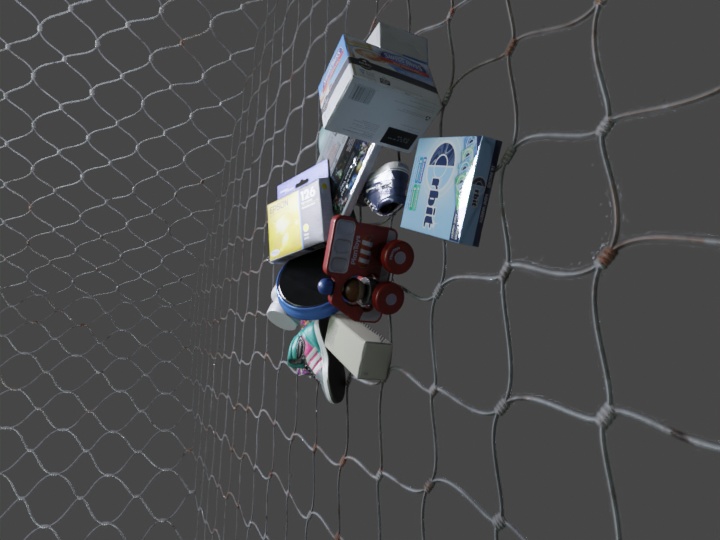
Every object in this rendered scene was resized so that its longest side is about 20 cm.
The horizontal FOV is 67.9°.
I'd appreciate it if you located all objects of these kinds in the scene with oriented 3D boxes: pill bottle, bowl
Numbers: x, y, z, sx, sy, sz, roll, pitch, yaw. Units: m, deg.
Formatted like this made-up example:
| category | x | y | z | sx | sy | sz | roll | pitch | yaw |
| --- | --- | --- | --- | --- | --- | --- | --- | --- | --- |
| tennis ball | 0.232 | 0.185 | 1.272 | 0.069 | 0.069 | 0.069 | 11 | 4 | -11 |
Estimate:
| category | x | y | z | sx | sy | sz | roll | pitch | yaw |
| --- | --- | --- | --- | --- | --- | --- | --- | --- | --- |
| pill bottle | -0.157 | 0.046 | 1.352 | 0.111 | 0.111 | 0.201 | -40 | 21 | 55 |
| bowl | -0.104 | 0.023 | 1.253 | 0.040 | 0.199 | 0.202 | 71 | -178 | -48 |

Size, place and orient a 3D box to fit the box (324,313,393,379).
| category | x | y | z | sx | sy | sz | roll | pitch | yaw |
| --- | --- | --- | --- | --- | --- | --- | --- | --- | --- |
| box | -0.009 | 0.158 | 1.143 | 0.200 | 0.068 | 0.083 | 31 | 111 | 63 |

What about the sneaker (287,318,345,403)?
| category | x | y | z | sx | sy | sz | roll | pitch | yaw |
| --- | --- | --- | --- | --- | --- | --- | --- | --- | --- |
| sneaker | -0.112 | 0.223 | 1.259 | 0.120 | 0.083 | 0.202 | -24 | 67 | 28 |

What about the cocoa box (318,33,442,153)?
| category | x | y | z | sx | sy | sz | roll | pitch | yaw |
| --- | --- | --- | --- | --- | --- | --- | --- | --- | --- |
| cocoa box | 0.035 | -0.340 | 1.045 | 0.134 | 0.198 | 0.132 | -51 | 38 | 45 |

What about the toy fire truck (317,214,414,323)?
| category | x | y | z | sx | sy | sz | roll | pitch | yaw |
| --- | --- | --- | --- | --- | --- | --- | --- | --- | --- |
| toy fire truck | 0.000 | 0.000 | 1.054 | 0.112 | 0.167 | 0.202 | 31 | 111 | 63 |

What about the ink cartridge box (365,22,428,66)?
| category | x | y | z | sx | sy | sz | roll | pitch | yaw |
| --- | --- | --- | --- | --- | --- | --- | --- | --- | --- |
| ink cartridge box | 0.045 | -0.423 | 1.148 | 0.200 | 0.114 | 0.068 | 145 | 128 | -59 |

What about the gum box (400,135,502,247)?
| category | x | y | z | sx | sy | sz | roll | pitch | yaw |
| --- | --- | --- | --- | --- | --- | --- | --- | --- | --- |
| gum box | 0.149 | -0.142 | 0.926 | 0.200 | 0.044 | 0.171 | 27 | 107 | 63 |

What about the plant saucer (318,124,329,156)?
| category | x | y | z | sx | sy | sz | roll | pitch | yaw |
| --- | --- | --- | --- | --- | --- | --- | --- | --- | --- |
| plant saucer | -0.054 | -0.374 | 1.320 | 0.202 | 0.039 | 0.201 | -54 | 8 | 11 |

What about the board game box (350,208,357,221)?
| category | x | y | z | sx | sy | sz | roll | pitch | yaw |
| --- | --- | --- | --- | --- | --- | --- | --- | --- | --- |
| board game box | -0.015 | -0.095 | 1.230 | 0.105 | 0.023 | 0.201 | 75 | 179 | -50 |

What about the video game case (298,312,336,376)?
| category | x | y | z | sx | sy | sz | roll | pitch | yaw |
| --- | --- | --- | --- | --- | --- | --- | --- | --- | --- |
| video game case | -0.113 | 0.168 | 1.400 | 0.181 | 0.036 | 0.202 | -29 | 57 | 59 |

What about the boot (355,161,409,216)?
| category | x | y | z | sx | sy | sz | roll | pitch | yaw |
| --- | --- | --- | --- | --- | --- | --- | --- | --- | --- |
| boot | 0.032 | -0.154 | 1.143 | 0.200 | 0.072 | 0.091 | -26 | 54 | 60 |

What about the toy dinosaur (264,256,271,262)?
| category | x | y | z | sx | sy | sz | roll | pitch | yaw |
| --- | --- | --- | --- | --- | --- | --- | --- | --- | --- |
| toy dinosaur | -0.179 | -0.028 | 1.601 | 0.199 | 0.105 | 0.182 | -23 | 39 | 19 |

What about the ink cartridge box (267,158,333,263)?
| category | x | y | z | sx | sy | sz | roll | pitch | yaw |
| --- | --- | --- | --- | --- | --- | --- | --- | --- | --- |
| ink cartridge box | -0.144 | -0.137 | 1.247 | 0.197 | 0.047 | 0.202 | -18 | 75 | 43 |

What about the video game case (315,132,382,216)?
| category | x | y | z | sx | sy | sz | roll | pitch | yaw |
| --- | --- | --- | --- | --- | --- | --- | --- | --- | --- |
| video game case | -0.037 | -0.237 | 1.183 | 0.182 | 0.023 | 0.201 | 58 | 132 | 40 |
